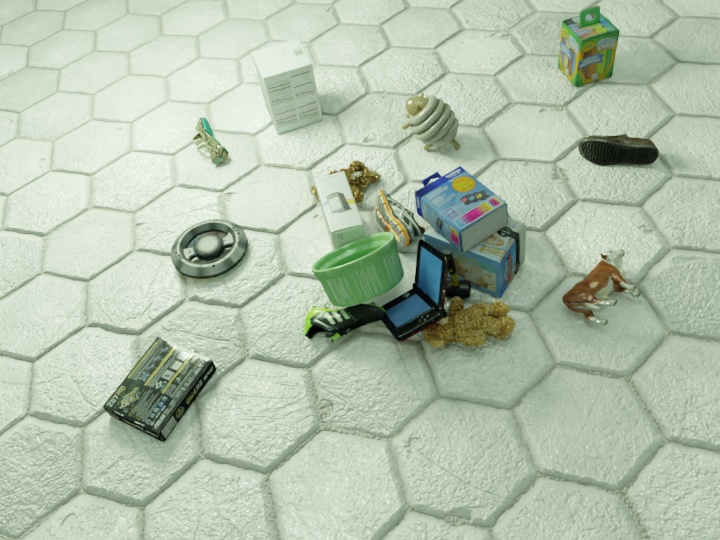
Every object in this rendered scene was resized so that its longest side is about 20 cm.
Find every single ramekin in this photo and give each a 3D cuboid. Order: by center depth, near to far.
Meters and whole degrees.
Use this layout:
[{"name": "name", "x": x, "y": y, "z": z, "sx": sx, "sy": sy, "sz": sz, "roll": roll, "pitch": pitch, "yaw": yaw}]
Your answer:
[{"name": "ramekin", "x": 0.000, "y": 0.000, "z": 1.564, "sx": 0.199, "sy": 0.098, "sz": 0.200, "roll": -21, "pitch": 14, "yaw": 6}]

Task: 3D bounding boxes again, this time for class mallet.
[{"name": "mallet", "x": 0.194, "y": 0.007, "z": 1.553, "sx": 0.065, "sy": 0.200, "sz": 0.041, "roll": -2, "pitch": 62, "yaw": 22}]

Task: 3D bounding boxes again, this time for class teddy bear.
[{"name": "teddy bear", "x": 0.236, "y": 0.111, "z": 1.527, "sx": 0.199, "sy": 0.067, "sz": 0.146, "roll": 2, "pitch": 48, "yaw": 12}, {"name": "teddy bear", "x": -0.038, "y": -0.229, "z": 1.889, "sx": 0.144, "sy": 0.067, "sz": 0.200, "roll": 26, "pitch": 51, "yaw": 17}]

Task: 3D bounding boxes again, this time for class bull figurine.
[{"name": "bull figurine", "x": 0.538, "y": 0.034, "z": 1.551, "sx": 0.200, "sy": 0.065, "sz": 0.121, "roll": -37, "pitch": 46, "yaw": -19}]

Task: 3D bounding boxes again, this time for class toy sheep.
[{"name": "toy sheep", "x": 0.200, "y": -0.403, "z": 1.930, "sx": 0.138, "sy": 0.200, "sz": 0.138, "roll": -41, "pitch": 27, "yaw": 27}]

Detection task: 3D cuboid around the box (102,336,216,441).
[{"name": "box", "x": -0.439, "y": 0.256, "z": 1.544, "sx": 0.160, "sy": 0.049, "sz": 0.200, "roll": 18, "pitch": 55, "yaw": 21}]

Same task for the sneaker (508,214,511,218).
[{"name": "sneaker", "x": 0.293, "y": -0.119, "z": 1.732, "sx": 0.106, "sy": 0.075, "sz": 0.200, "roll": -30, "pitch": 42, "yaw": -9}]

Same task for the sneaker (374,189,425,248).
[{"name": "sneaker", "x": 0.094, "y": -0.134, "z": 1.777, "sx": 0.077, "sy": 0.079, "sz": 0.200, "roll": -14, "pitch": 51, "yaw": -20}]

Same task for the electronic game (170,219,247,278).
[{"name": "electronic game", "x": -0.389, "y": -0.058, "z": 1.808, "sx": 0.199, "sy": 0.042, "sz": 0.201, "roll": -4, "pitch": 49, "yaw": 4}]

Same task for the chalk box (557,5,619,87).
[{"name": "chalk box", "x": 0.661, "y": -0.662, "z": 2.039, "sx": 0.124, "sy": 0.201, "sz": 0.124, "roll": -17, "pitch": 49, "yaw": -5}]

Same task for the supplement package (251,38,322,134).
[{"name": "supplement package", "x": -0.216, "y": -0.547, "z": 2.092, "sx": 0.150, "sy": 0.201, "sz": 0.152, "roll": -19, "pitch": 49, "yaw": -7}]

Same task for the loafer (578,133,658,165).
[{"name": "loafer", "x": 0.672, "y": -0.319, "z": 1.840, "sx": 0.199, "sy": 0.073, "sz": 0.071, "roll": 10, "pitch": 41, "yaw": 12}]

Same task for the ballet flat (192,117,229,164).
[{"name": "ballet flat", "x": -0.459, "y": -0.384, "z": 2.090, "sx": 0.075, "sy": 0.068, "sz": 0.200, "roll": -36, "pitch": 54, "yaw": -1}]

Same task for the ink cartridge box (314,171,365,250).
[{"name": "ink cartridge box", "x": -0.045, "y": -0.122, "z": 1.734, "sx": 0.085, "sy": 0.148, "sz": 0.201, "roll": -17, "pitch": 50, "yaw": -4}]

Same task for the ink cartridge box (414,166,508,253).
[{"name": "ink cartridge box", "x": 0.215, "y": -0.148, "z": 1.583, "sx": 0.136, "sy": 0.077, "sz": 0.200, "roll": -31, "pitch": 49, "yaw": -15}]

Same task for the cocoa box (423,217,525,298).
[{"name": "cocoa box", "x": 0.265, "y": -0.053, "z": 1.630, "sx": 0.199, "sy": 0.134, "sz": 0.131, "roll": 23, "pitch": 58, "yaw": 27}]

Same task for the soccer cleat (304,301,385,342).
[{"name": "soccer cleat", "x": -0.036, "y": 0.117, "z": 1.572, "sx": 0.199, "sy": 0.068, "sz": 0.081, "roll": -8, "pitch": 56, "yaw": 27}]

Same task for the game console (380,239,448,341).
[{"name": "game console", "x": 0.108, "y": 0.039, "z": 1.524, "sx": 0.172, "sy": 0.119, "sz": 0.200, "roll": -29, "pitch": 18, "yaw": -4}]
